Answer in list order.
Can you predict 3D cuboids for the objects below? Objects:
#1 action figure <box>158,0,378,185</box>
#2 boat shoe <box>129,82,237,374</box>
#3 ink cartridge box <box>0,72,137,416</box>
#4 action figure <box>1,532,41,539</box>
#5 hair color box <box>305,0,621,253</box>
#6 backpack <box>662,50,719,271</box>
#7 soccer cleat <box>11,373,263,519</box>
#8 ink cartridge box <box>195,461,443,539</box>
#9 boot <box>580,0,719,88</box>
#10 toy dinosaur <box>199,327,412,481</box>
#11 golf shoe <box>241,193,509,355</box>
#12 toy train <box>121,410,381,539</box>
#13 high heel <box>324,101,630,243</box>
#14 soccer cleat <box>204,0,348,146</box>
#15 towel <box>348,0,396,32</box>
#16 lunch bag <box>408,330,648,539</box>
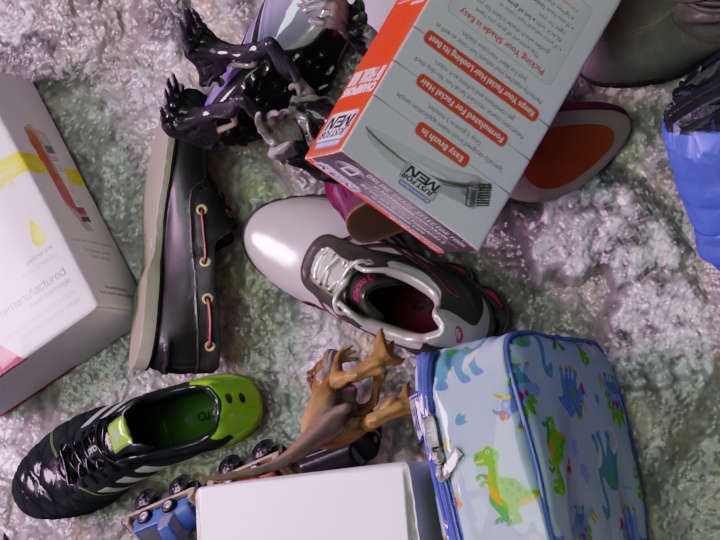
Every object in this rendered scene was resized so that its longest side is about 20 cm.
[{"bbox_3d":[-0.030,-0.111,1.666,0.199,0.102,0.119,9,66,23],"label":"action figure"},{"bbox_3d":[-0.118,-0.028,1.790,0.063,0.074,0.202,6,75,-12],"label":"boat shoe"},{"bbox_3d":[-0.261,-0.019,1.836,0.145,0.083,0.200,-34,73,17],"label":"ink cartridge box"},{"bbox_3d":[-0.168,0.218,1.761,0.199,0.130,0.070,-5,66,17],"label":"action figure"},{"bbox_3d":[0.066,-0.124,1.613,0.111,0.064,0.200,35,75,-18],"label":"hair color box"},{"bbox_3d":[0.285,-0.064,1.561,0.199,0.163,0.168,-11,105,19],"label":"backpack"},{"bbox_3d":[-0.161,0.115,1.783,0.199,0.081,0.068,-23,77,20],"label":"soccer cleat"},{"bbox_3d":[0.009,0.198,1.637,0.147,0.200,0.145,-9,82,22],"label":"ink cartridge box"},{"bbox_3d":[0.207,-0.169,1.621,0.199,0.131,0.068,-13,80,22],"label":"boot"},{"bbox_3d":[-0.018,0.094,1.652,0.106,0.200,0.061,-32,95,18],"label":"toy dinosaur"},{"bbox_3d":[0.000,0.000,1.722,0.199,0.088,0.077,24,96,25],"label":"golf shoe"},{"bbox_3d":[-0.074,0.143,1.761,0.199,0.034,0.046,-23,40,20],"label":"toy train"},{"bbox_3d":[0.072,-0.082,1.715,0.199,0.096,0.068,-16,121,-2],"label":"high heel"},{"bbox_3d":[-0.041,-0.170,1.772,0.200,0.068,0.073,-49,52,13],"label":"soccer cleat"},{"bbox_3d":[0.072,-0.228,1.687,0.200,0.048,0.171,-30,105,11],"label":"towel"},{"bbox_3d":[0.107,0.122,1.601,0.082,0.200,0.161,-17,79,22],"label":"lunch bag"}]
